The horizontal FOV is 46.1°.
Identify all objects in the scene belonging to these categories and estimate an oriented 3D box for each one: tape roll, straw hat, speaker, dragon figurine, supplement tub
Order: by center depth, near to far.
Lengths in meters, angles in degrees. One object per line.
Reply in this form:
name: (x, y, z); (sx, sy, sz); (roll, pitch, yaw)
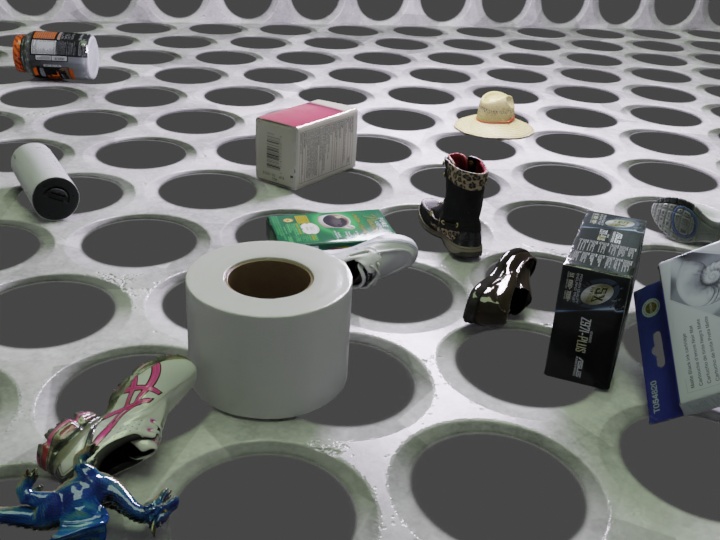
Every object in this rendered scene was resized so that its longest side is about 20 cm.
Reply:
dragon figurine: (-0.263, 0.226, 0.767); (0.199, 0.059, 0.100); (-19, 60, -35)
tape roll: (-0.112, 0.067, 1.035); (0.201, 0.140, 0.203); (3, 26, -2)
speaker: (-0.561, -0.161, 1.503); (0.081, 0.082, 0.200); (-12, 31, -28)
straw hat: (0.331, -0.390, 2.067); (0.200, 0.086, 0.201); (2, 26, -1)
supplement tub: (-0.807, -0.571, 2.250); (0.199, 0.123, 0.123); (2, 26, -2)

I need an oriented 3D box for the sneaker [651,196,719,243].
sneaker: (0.622, -0.080, 1.519); (0.199, 0.075, 0.087); (25, 21, 24)

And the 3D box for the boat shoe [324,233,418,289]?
boat shoe: (0.000, 0.000, 1.275); (0.199, 0.074, 0.065); (-15, 35, -13)

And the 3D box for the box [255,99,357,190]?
box: (-0.106, -0.256, 1.697); (0.109, 0.129, 0.200); (19, 30, 30)

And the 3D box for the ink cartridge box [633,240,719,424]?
ink cartridge box: (0.411, 0.064, 0.998); (0.041, 0.200, 0.200); (32, 46, -33)

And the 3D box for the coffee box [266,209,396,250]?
coffee box: (-0.047, -0.054, 1.393); (0.199, 0.044, 0.123); (-5, 28, -16)

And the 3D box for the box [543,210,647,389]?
box: (0.316, 0.034, 1.129); (0.086, 0.165, 0.200); (12, 27, 19)

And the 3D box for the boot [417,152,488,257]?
boot: (0.158, -0.125, 1.441); (0.073, 0.151, 0.200); (-4, 27, -15)

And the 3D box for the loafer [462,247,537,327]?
loafer: (0.218, 0.034, 1.236); (0.071, 0.073, 0.200); (26, 38, 20)

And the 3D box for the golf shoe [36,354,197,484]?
golf shoe: (-0.239, 0.167, 0.906); (0.092, 0.073, 0.200); (26, 43, 24)
